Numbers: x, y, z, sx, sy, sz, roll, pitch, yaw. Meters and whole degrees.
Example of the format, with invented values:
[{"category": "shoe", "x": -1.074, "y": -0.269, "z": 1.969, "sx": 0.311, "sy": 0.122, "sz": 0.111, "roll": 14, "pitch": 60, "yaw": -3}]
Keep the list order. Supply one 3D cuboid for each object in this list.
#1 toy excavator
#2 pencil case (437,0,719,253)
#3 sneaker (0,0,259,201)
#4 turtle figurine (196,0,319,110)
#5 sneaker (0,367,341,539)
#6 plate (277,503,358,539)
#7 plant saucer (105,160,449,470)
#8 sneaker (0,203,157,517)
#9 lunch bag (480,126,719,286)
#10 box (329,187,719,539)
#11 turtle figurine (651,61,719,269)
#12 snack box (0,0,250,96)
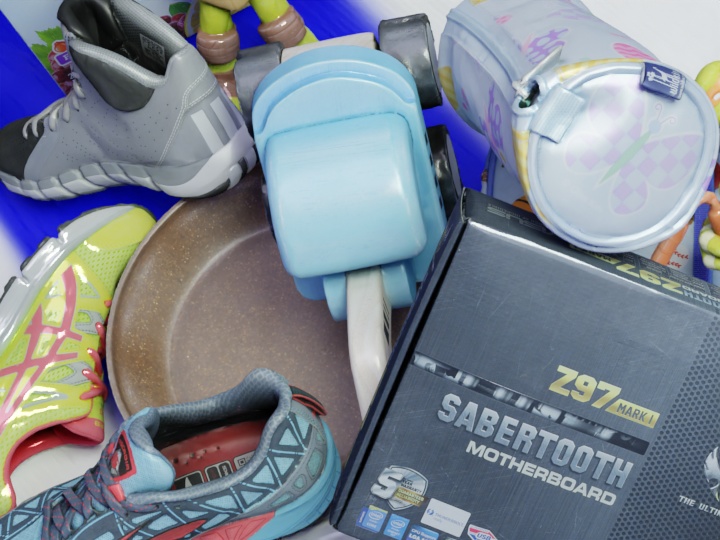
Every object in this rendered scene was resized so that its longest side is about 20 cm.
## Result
[{"category": "toy excavator", "x": 0.000, "y": 0.000, "z": 0.958, "sx": 0.100, "sy": 0.195, "sz": 0.200, "roll": -9, "pitch": 32, "yaw": 8}, {"category": "pencil case", "x": 0.090, "y": -0.074, "z": 0.886, "sx": 0.091, "sy": 0.200, "sz": 0.083, "roll": 16, "pitch": 105, "yaw": -12}, {"category": "sneaker", "x": -0.147, "y": -0.102, "z": 1.089, "sx": 0.200, "sy": 0.116, "sz": 0.075, "roll": 1, "pitch": 42, "yaw": 39}, {"category": "turtle figurine", "x": -0.083, "y": -0.162, "z": 1.095, "sx": 0.200, "sy": 0.162, "sz": 0.064, "roll": -15, "pitch": 35, "yaw": 5}, {"category": "sneaker", "x": -0.110, "y": 0.101, "z": 0.932, "sx": 0.200, "sy": 0.096, "sz": 0.079, "roll": -26, "pitch": 53, "yaw": -10}, {"category": "plate", "x": -0.007, "y": 0.193, "z": 0.947, "sx": 0.200, "sy": 0.032, "sz": 0.200, "roll": -23, "pitch": 57, "yaw": 7}, {"category": "plant saucer", "x": -0.032, "y": 0.032, "z": 1.036, "sx": 0.200, "sy": 0.037, "sz": 0.201, "roll": -6, "pitch": 60, "yaw": 10}, {"category": "sneaker", "x": -0.163, "y": 0.053, "z": 1.066, "sx": 0.090, "sy": 0.078, "sz": 0.200, "roll": 35, "pitch": 72, "yaw": 8}, {"category": "lunch bag", "x": 0.138, "y": 0.004, "z": 0.977, "sx": 0.160, "sy": 0.076, "sz": 0.200, "roll": -1, "pitch": 63, "yaw": 17}, {"category": "box", "x": 0.106, "y": 0.073, "z": 0.864, "sx": 0.200, "sy": 0.051, "sz": 0.158, "roll": 22, "pitch": 109, "yaw": -4}, {"category": "turtle figurine", "x": 0.207, "y": -0.049, "z": 0.918, "sx": 0.200, "sy": 0.161, "sz": 0.064, "roll": -65, "pitch": 18, "yaw": -8}, {"category": "snack box", "x": -0.123, "y": -0.209, "z": 1.132, "sx": 0.200, "sy": 0.169, "sz": 0.068, "roll": -27, "pitch": 54, "yaw": 3}]
